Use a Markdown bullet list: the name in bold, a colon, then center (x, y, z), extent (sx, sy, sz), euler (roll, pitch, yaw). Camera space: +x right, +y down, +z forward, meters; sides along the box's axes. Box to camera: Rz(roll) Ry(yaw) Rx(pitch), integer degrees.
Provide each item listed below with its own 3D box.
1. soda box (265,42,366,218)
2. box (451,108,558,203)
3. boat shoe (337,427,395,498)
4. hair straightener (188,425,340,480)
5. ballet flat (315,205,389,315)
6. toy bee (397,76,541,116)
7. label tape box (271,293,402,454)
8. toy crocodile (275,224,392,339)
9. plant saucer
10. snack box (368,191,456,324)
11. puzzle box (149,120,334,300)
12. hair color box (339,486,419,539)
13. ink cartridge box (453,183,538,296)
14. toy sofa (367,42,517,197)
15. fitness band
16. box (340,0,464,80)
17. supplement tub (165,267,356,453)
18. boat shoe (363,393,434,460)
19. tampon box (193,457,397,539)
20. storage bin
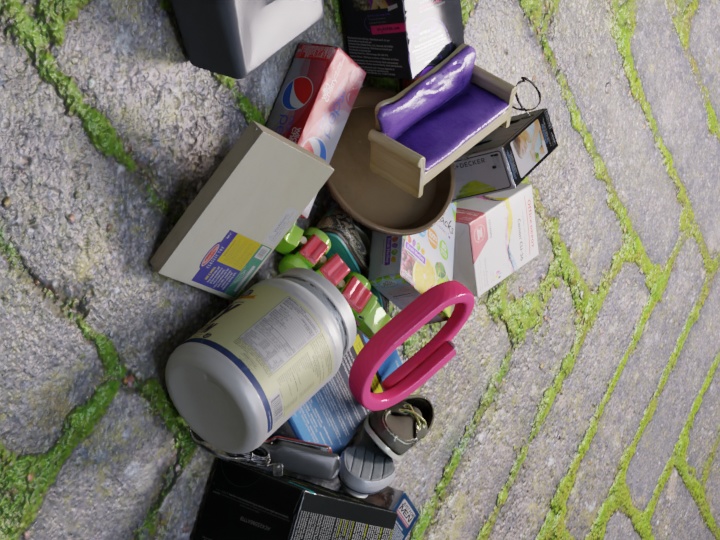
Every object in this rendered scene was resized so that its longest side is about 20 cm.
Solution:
- **soda box**: center (-0.067, -0.168, 1.631), extent (0.070, 0.063, 0.201), euler (36, 72, -49)
- **box**: center (0.183, -0.157, 1.860), extent (0.200, 0.116, 0.061), euler (-41, 115, -58)
- **boat shoe**: center (0.006, 0.264, 1.768), extent (0.067, 0.073, 0.200), euler (-65, 173, 12)
- **hair straightener**: center (-0.111, 0.212, 1.615), extent (0.199, 0.077, 0.041), euler (21, 93, -24)
- **ballet flat**: center (0.000, 0.000, 1.762), extent (0.075, 0.067, 0.201), euler (-61, 138, -43)
- **toy bee**: center (0.125, -0.222, 1.839), extent (0.199, 0.109, 0.132), euler (25, 71, -21)
- **label tape box**: center (-0.040, 0.140, 1.739), extent (0.200, 0.063, 0.145), euler (-50, 134, -32)
- **toy crocodile**: center (-0.036, 0.008, 1.674), extent (0.200, 0.062, 0.068), euler (47, 57, -12)
- **plant saucer**: center (0.029, -0.135, 1.715), extent (0.199, 0.029, 0.202), euler (11, 66, -26)
- **snack box**: center (0.071, -0.048, 1.792), extent (0.142, 0.053, 0.201), euler (42, 45, -49)
- **puzzle box**: center (-0.133, -0.063, 1.533), extent (0.200, 0.025, 0.133), euler (-51, 143, 11)
- **hair color box**: center (-0.017, 0.375, 1.798), extent (0.200, 0.100, 0.061), euler (-56, 135, -27)
- **ink cartridge box**: center (0.197, -0.057, 1.983), extent (0.200, 0.067, 0.117), euler (-32, 123, -42)
- **toy sofa**: center (0.103, -0.188, 1.682), extent (0.200, 0.083, 0.098), euler (-38, 148, -33)
- **fitness band**: center (0.068, 0.096, 1.722), extent (0.200, 0.037, 0.144), euler (-41, 152, -13)
- **box**: center (0.048, -0.351, 1.694), extent (0.122, 0.106, 0.201), euler (-30, 122, -43)
- **supplement tub**: center (-0.111, 0.100, 1.575), extent (0.200, 0.144, 0.146), euler (-41, 128, -38)
- **boat shoe**: center (0.056, 0.203, 1.813), extent (0.060, 0.072, 0.202), euler (-41, 174, 10)
- **tampon box**: center (-0.080, 0.323, 1.665), extent (0.200, 0.149, 0.127), euler (26, 79, -51)
- **storage bin**: center (-0.114, -0.307, 1.491), extent (0.200, 0.145, 0.135), euler (-45, 141, -35)
